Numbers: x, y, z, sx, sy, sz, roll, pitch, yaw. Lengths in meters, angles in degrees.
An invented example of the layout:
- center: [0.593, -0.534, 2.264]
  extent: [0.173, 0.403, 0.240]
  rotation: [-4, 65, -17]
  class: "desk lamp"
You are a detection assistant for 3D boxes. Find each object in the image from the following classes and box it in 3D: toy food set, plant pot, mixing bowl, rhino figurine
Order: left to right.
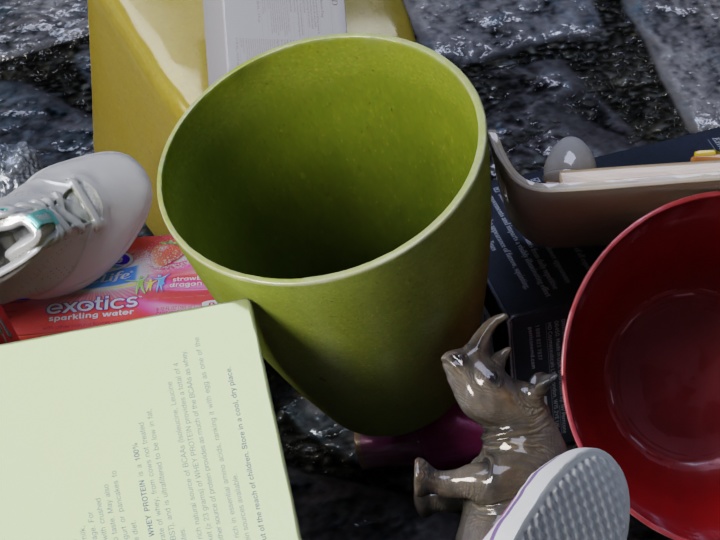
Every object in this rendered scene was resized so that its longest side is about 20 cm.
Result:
- center: [-0.054, -0.094, 1.845]
  extent: [0.195, 0.194, 0.200]
  rotation: [-18, 56, -16]
  class: "plant pot"
- center: [0.000, 0.000, 1.599]
  extent: [0.187, 0.200, 0.187]
  rotation: [-9, 48, 10]
  class: "plant pot"
- center: [0.072, 0.124, 1.532]
  extent: [0.087, 0.201, 0.060]
  rotation: [4, -4, 1]
  class: "rhino figurine"
- center: [0.176, -0.062, 1.604]
  extent: [0.199, 0.144, 0.061]
  rotation: [-4, 77, 5]
  class: "toy food set"
- center: [0.201, 0.059, 1.587]
  extent: [0.200, 0.201, 0.108]
  rotation: [-13, -3, -9]
  class: "mixing bowl"

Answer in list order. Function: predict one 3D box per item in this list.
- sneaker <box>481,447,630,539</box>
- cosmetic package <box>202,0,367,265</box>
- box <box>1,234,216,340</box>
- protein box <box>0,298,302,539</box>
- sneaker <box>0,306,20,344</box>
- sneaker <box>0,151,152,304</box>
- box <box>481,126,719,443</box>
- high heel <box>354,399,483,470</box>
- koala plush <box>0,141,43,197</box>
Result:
- center: [0.052, 0.171, 1.433]
  extent: [0.114, 0.073, 0.201]
  rotation: [3, 52, 54]
  class: "sneaker"
- center: [-0.048, -0.096, 1.721]
  extent: [0.082, 0.051, 0.201]
  rotation: [0, 74, -17]
  class: "cosmetic package"
- center: [-0.174, 0.046, 1.740]
  extent: [0.199, 0.095, 0.103]
  rotation: [-5, 35, 2]
  class: "box"
- center: [-0.136, 0.147, 1.497]
  extent: [0.199, 0.135, 0.199]
  rotation: [-11, 62, -6]
  class: "protein box"
- center: [-0.216, 0.050, 1.595]
  extent: [0.077, 0.200, 0.085]
  rotation: [-11, 66, -1]
  class: "sneaker"
- center: [-0.195, -0.021, 1.657]
  extent: [0.200, 0.088, 0.075]
  rotation: [-31, 86, -33]
  class: "sneaker"
- center: [0.166, 0.009, 1.724]
  extent: [0.199, 0.107, 0.149]
  rotation: [-14, 35, -8]
  class: "box"
- center: [0.054, 0.042, 1.724]
  extent: [0.096, 0.067, 0.200]
  rotation: [-7, 39, 16]
  class: "high heel"
- center: [-0.328, -0.081, 1.855]
  extent: [0.183, 0.200, 0.177]
  rotation: [10, 39, 23]
  class: "koala plush"
